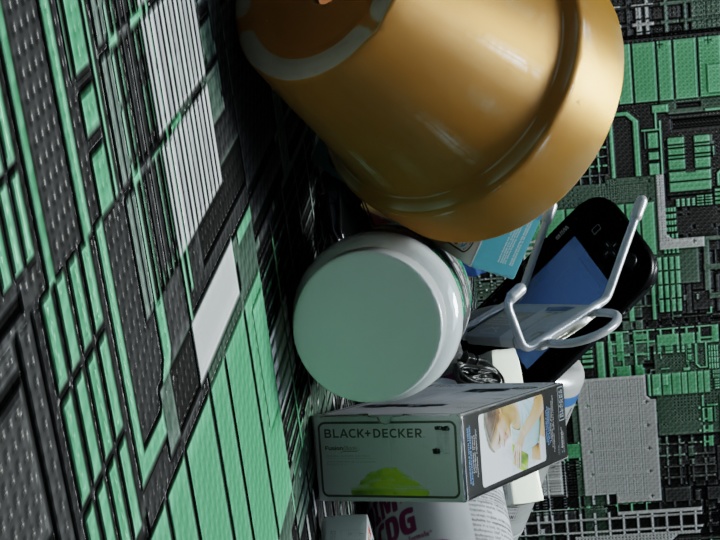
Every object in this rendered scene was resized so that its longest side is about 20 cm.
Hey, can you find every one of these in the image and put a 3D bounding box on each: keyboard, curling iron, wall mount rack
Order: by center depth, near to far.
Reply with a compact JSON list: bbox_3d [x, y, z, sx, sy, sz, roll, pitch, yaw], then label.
[{"bbox_3d":[0.000,0.000,1.283,0.200,0.039,0.104,62,19,-47],"label":"keyboard"},{"bbox_3d":[0.049,0.105,1.284,0.200,0.026,0.050,-14,59,-48],"label":"curling iron"},{"bbox_3d":[0.152,0.006,1.344,0.200,0.173,0.075,1,-63,56],"label":"wall mount rack"}]

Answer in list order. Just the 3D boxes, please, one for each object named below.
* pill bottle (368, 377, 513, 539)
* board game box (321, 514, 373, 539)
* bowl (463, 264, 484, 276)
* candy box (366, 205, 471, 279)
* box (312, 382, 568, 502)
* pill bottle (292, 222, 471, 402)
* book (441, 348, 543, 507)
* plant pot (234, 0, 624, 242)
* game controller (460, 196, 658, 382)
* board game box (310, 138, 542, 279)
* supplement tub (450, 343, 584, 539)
[{"bbox_3d":[0.064,0.198,1.321,0.114,0.113,0.201,75,5,-56],"label":"pill bottle"},{"bbox_3d":[0.002,0.278,1.123,0.200,0.034,0.127,77,11,-49],"label":"board game box"},{"bbox_3d":[0.037,-0.076,1.291,0.201,0.039,0.201,57,0,1],"label":"bowl"},{"bbox_3d":[0.096,-0.091,1.452,0.200,0.116,0.057,-52,151,-29],"label":"candy box"},{"bbox_3d":[0.062,0.121,1.153,0.200,0.116,0.060,-5,91,-64],"label":"box"},{"bbox_3d":[0.016,0.028,1.078,0.200,0.113,0.114,-37,122,-82],"label":"pill bottle"},{"bbox_3d":[0.086,0.155,1.443,0.200,0.048,0.134,-27,-112,60],"label":"book"},{"bbox_3d":[0.028,-0.138,0.966,0.183,0.200,0.201,25,56,-49],"label":"plant pot"},{"bbox_3d":[0.172,0.030,1.410,0.042,0.200,0.104,8,40,-56],"label":"game controller"},{"bbox_3d":[0.061,-0.105,1.109,0.200,0.047,0.151,35,-74,47],"label":"board game box"},{"bbox_3d":[0.128,0.162,1.566,0.132,0.131,0.201,-74,-177,-71],"label":"supplement tub"}]
